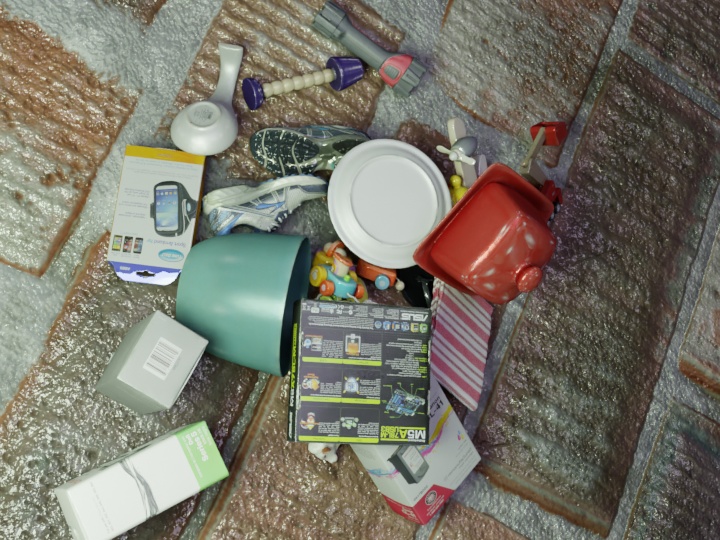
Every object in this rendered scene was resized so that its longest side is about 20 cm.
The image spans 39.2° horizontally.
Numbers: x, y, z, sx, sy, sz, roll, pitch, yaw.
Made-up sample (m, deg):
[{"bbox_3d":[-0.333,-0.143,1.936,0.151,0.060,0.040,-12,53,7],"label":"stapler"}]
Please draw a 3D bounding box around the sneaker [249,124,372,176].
[{"bbox_3d":[-0.075,-0.193,1.591,0.198,0.087,0.078,5,119,-5],"label":"sneaker"}]

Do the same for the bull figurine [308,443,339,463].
[{"bbox_3d":[-0.039,0.185,1.526,0.120,0.065,0.202,-13,87,-29],"label":"bull figurine"}]

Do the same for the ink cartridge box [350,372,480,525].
[{"bbox_3d":[0.075,0.255,1.511,0.148,0.085,0.201,-44,123,-23],"label":"ink cartridge box"}]

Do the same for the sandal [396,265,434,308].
[{"bbox_3d":[0.132,0.061,1.634,0.076,0.043,0.201,-36,95,-25],"label":"sandal"}]

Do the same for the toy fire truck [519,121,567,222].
[{"bbox_3d":[0.295,-0.150,1.701,0.200,0.048,0.142,-46,130,-42],"label":"toy fire truck"}]

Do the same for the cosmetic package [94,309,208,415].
[{"bbox_3d":[-0.285,0.128,1.359,0.090,0.200,0.107,32,71,-12],"label":"cosmetic package"}]

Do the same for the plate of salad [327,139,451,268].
[{"bbox_3d":[0.043,-0.100,1.537,0.198,0.048,0.202,4,77,-18],"label":"plate of salad"}]

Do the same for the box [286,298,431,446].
[{"bbox_3d":[0.001,0.142,1.394,0.198,0.047,0.195,4,83,-20],"label":"box"}]

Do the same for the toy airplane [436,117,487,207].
[{"bbox_3d":[0.177,-0.117,1.635,0.199,0.141,0.201,31,79,-33],"label":"toy airplane"}]

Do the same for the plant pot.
[{"bbox_3d":[-0.168,0.038,1.432,0.159,0.201,0.203,9,74,5],"label":"plant pot"}]

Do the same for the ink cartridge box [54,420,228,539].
[{"bbox_3d":[-0.295,0.284,1.350,0.199,0.145,0.085,-24,89,-26],"label":"ink cartridge box"}]

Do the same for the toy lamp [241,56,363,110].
[{"bbox_3d":[-0.088,-0.300,1.609,0.199,0.058,0.059,-20,87,-23],"label":"toy lamp"}]

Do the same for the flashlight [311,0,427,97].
[{"bbox_3d":[0.015,-0.368,1.665,0.199,0.068,0.068,36,72,-8],"label":"flashlight"}]

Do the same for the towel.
[{"bbox_3d":[0.151,0.103,1.588,0.146,0.030,0.201,42,48,-36],"label":"towel"}]

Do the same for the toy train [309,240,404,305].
[{"bbox_3d":[0.000,0.000,1.523,0.149,0.200,0.056,21,107,-1],"label":"toy train"}]

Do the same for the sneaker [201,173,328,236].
[{"bbox_3d":[-0.140,-0.092,1.540,0.198,0.077,0.086,-13,89,-15],"label":"sneaker"}]

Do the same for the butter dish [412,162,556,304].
[{"bbox_3d":[0.215,-0.025,1.504,0.200,0.148,0.199,-48,139,12],"label":"butter dish"}]

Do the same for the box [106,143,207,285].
[{"bbox_3d":[-0.295,-0.077,1.465,0.118,0.041,0.202,7,78,-2],"label":"box"}]

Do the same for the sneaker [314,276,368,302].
[{"bbox_3d":[-0.034,0.059,1.507,0.075,0.077,0.200,16,34,12],"label":"sneaker"}]

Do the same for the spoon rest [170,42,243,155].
[{"bbox_3d":[-0.220,-0.250,1.523,0.098,0.061,0.201,12,59,5],"label":"spoon rest"}]
